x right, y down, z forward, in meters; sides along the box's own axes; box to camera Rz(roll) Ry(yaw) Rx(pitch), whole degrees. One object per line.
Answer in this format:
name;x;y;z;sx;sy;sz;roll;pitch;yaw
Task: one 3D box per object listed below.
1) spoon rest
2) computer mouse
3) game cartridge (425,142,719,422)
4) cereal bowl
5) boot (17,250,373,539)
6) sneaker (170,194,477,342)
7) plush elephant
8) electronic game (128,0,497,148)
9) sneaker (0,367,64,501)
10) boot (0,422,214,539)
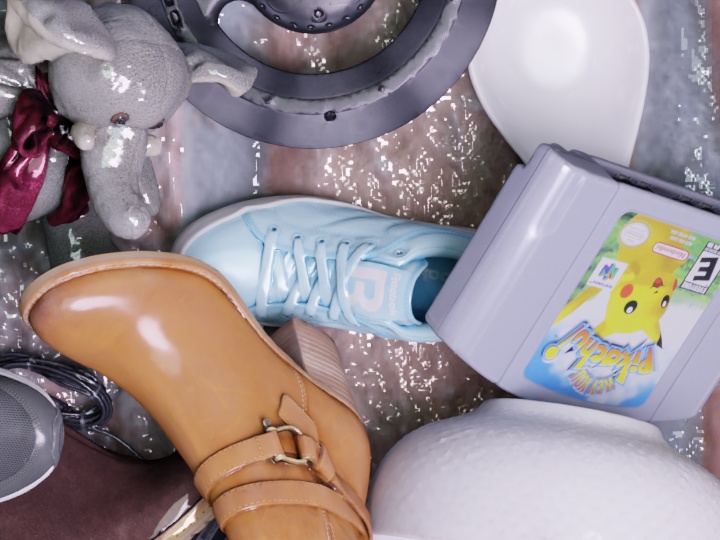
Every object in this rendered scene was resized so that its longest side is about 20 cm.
spoon rest;0.114;-0.068;1.416;0.099;0.061;0.201;-12;99;-7
computer mouse;-0.111;0.099;1.421;0.200;0.034;0.059;33;119;-6
game cartridge;0.133;0.014;1.384;0.200;0.041;0.134;15;117;-40
cereal bowl;0.103;0.115;1.373;0.199;0.200;0.084;11;82;-10
boot;-0.075;0.083;1.298;0.077;0.156;0.200;-36;137;29
sneaker;0.000;0.000;1.396;0.199;0.082;0.074;0;96;-9
plush elephant;-0.141;-0.071;1.318;0.164;0.155;0.201;6;84;-41
electronic game;-0.025;-0.164;1.389;0.199;0.042;0.201;0;95;1
sneaker;-0.248;0.086;1.323;0.199;0.085;0.075;0;92;12
boot;-0.173;0.092;1.373;0.200;0.072;0.167;-30;97;12
